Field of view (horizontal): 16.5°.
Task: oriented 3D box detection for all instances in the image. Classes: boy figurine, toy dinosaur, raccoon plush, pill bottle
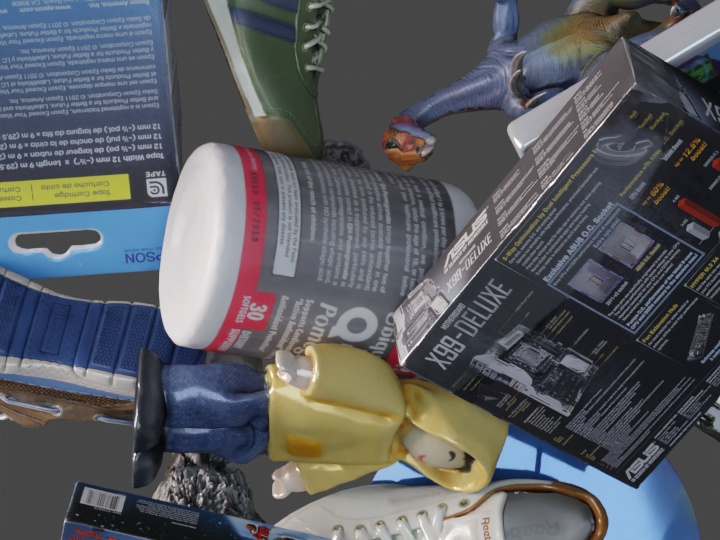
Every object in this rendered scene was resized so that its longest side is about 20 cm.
[{"bbox_3d":[-0.022,0.084,1.311,0.199,0.125,0.065,5,52,-7],"label":"boy figurine"},{"bbox_3d":[0.105,-0.100,1.345,0.181,0.105,0.200,-36,131,26],"label":"toy dinosaur"},{"bbox_3d":[-0.052,0.154,1.375,0.134,0.097,0.201,23,93,-10],"label":"raccoon plush"},{"bbox_3d":[0.000,0.000,1.340,0.199,0.111,0.111,9,93,-18],"label":"pill bottle"}]

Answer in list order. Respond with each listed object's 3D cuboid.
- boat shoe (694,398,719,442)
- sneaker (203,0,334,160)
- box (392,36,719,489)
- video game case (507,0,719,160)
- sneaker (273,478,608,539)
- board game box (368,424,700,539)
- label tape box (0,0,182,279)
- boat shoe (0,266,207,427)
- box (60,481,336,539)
[{"bbox_3d":[0.228,0.091,1.385,0.200,0.073,0.065,41,108,-1],"label":"boat shoe"},{"bbox_3d":[-0.040,-0.156,1.363,0.089,0.067,0.201,-20,91,4],"label":"sneaker"},{"bbox_3d":[0.136,0.001,1.259,0.157,0.050,0.200,27,118,-21],"label":"box"},{"bbox_3d":[0.189,-0.074,1.329,0.199,0.182,0.023,-30,55,2],"label":"video game case"},{"bbox_3d":[0.036,0.142,1.325,0.199,0.085,0.073,-11,81,-10],"label":"sneaker"},{"bbox_3d":[0.091,0.163,1.401,0.199,0.039,0.159,5,88,-6],"label":"board game box"},{"bbox_3d":[-0.172,-0.098,1.361,0.143,0.066,0.201,-4,117,0],"label":"label tape box"},{"bbox_3d":[-0.185,0.050,1.362,0.199,0.073,0.072,14,48,4],"label":"boat shoe"},{"bbox_3d":[-0.066,0.197,1.305,0.199,0.038,0.137,13,119,-2],"label":"box"}]
